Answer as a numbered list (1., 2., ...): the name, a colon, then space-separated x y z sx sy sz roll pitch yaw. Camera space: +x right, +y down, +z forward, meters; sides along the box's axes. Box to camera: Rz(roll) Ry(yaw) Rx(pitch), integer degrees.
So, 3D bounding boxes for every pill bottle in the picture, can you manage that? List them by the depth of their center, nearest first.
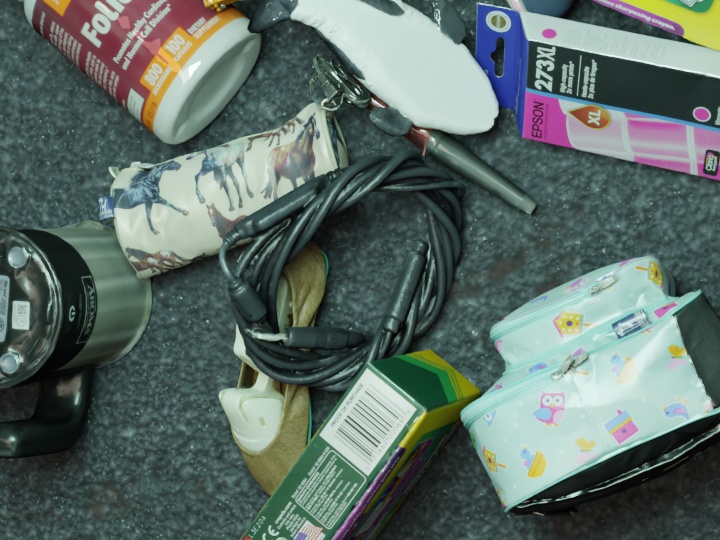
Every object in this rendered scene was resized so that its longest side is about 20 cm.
1. pill bottle: -0.182 -0.200 1.477 0.200 0.114 0.115 40 101 9

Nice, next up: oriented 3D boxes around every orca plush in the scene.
1. orca plush: 0.006 -0.154 1.421 0.198 0.071 0.106 12 89 -25

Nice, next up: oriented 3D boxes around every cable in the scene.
1. cable: 0.000 0.000 1.430 0.199 0.051 0.164 -30 116 -12

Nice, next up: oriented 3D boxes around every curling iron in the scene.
1. curling iron: 0.044 -0.095 1.445 0.199 0.050 0.026 32 124 -9

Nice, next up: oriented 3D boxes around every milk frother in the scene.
1. milk frother: -0.290 0.035 1.476 0.198 0.188 0.182 23 97 13

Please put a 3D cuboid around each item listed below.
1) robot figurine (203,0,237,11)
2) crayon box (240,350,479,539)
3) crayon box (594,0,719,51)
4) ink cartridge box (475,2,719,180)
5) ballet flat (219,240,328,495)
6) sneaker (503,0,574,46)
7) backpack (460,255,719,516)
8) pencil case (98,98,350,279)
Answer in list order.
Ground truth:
1. robot figurine: -0.034 -0.267 1.397 0.198 0.058 0.146 -20 90 9
2. crayon box: -0.008 0.156 1.408 0.058 0.172 0.201 38 100 12
3. crayon box: 0.188 -0.259 1.310 0.198 0.059 0.173 23 141 2
4. ink cartridge box: 0.174 -0.130 1.404 0.198 0.037 0.095 15 138 15
5. ballet flat: -0.071 0.073 1.477 0.067 0.072 0.202 14 97 37
6. sneaker: 0.075 -0.252 1.432 0.082 0.070 0.200 -45 80 8
7. backpack: 0.166 0.084 1.366 0.199 0.176 0.154 -34 82 9
8. pencil case: -0.097 -0.064 1.480 0.198 0.078 0.090 -18 98 15
